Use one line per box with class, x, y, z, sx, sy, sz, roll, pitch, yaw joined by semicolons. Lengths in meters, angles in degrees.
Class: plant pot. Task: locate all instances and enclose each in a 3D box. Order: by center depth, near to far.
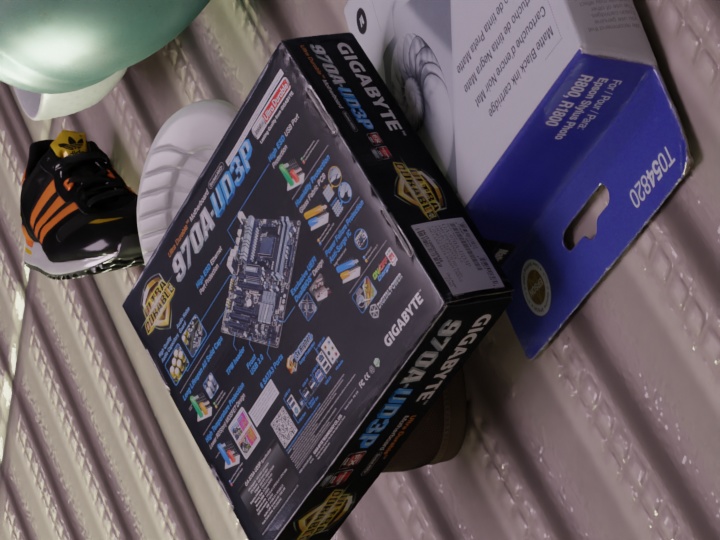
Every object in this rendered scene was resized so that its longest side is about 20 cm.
plant pot;-0.138;-0.207;1.438;0.134;0.200;0.202;-10;88;39

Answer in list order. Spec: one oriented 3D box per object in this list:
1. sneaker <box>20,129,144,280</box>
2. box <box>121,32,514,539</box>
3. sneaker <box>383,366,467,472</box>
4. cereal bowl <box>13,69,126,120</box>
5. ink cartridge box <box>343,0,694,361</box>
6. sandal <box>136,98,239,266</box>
sneaker;-0.182;-0.046;1.709;0.200;0.070;0.091;-173;72;-68
box;-0.026;0.015;1.241;0.159;0.046;0.200;58;135;26
sneaker;0.000;0.000;1.299;0.070;0.075;0.202;153;107;-66
cereal bowl;-0.177;-0.197;1.617;0.200;0.083;0.202;172;90;-73
ink cartridge box;0.062;-0.086;1.171;0.200;0.040;0.201;123;133;-56
sandal;-0.082;-0.001;1.513;0.050;0.082;0.204;-42;-48;-65
